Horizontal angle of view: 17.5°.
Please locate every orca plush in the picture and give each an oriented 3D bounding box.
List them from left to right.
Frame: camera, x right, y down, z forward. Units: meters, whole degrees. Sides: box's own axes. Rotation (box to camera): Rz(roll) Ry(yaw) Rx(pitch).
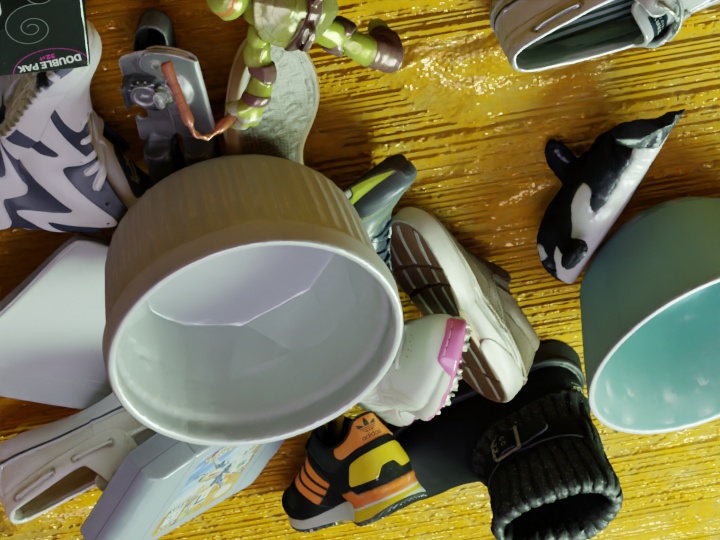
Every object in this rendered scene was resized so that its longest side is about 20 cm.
[{"bbox_3d":[0.155,-0.064,1.653,0.071,0.105,0.200,35,161,6],"label":"orca plush"}]

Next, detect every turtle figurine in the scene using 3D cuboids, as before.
[{"bbox_3d":[-0.036,-0.177,1.463,0.161,0.064,0.201,-1,102,-38],"label":"turtle figurine"}]

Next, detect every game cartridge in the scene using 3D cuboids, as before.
[{"bbox_3d":[-0.119,0.143,1.773,0.200,0.042,0.133,-27,162,-47],"label":"game cartridge"}]

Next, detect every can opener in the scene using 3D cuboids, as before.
[{"bbox_3d":[-0.117,-0.091,1.572,0.053,0.067,0.200,-1,142,9],"label":"can opener"}]

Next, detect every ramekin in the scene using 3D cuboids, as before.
[{"bbox_3d":[-0.078,0.015,1.561,0.200,0.105,0.200,-9,137,-8],"label":"ramekin"}]

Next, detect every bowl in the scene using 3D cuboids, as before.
[{"bbox_3d":[0.241,0.021,1.724,0.200,0.105,0.201,-17,147,-11],"label":"bowl"}]

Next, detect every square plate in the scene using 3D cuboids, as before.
[{"bbox_3d":[-0.186,0.038,1.703,0.200,0.028,0.198,13,139,-42],"label":"square plate"}]

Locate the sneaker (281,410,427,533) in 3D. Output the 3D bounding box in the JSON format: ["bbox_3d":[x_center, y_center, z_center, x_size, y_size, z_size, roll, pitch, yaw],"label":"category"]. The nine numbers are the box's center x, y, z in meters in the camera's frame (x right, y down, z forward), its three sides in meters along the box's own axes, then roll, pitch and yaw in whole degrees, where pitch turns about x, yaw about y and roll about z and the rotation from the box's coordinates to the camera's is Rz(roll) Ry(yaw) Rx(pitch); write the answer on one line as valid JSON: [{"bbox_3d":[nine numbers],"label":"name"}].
[{"bbox_3d":[-0.015,0.152,1.850,0.070,0.090,0.200,-23,-178,-25],"label":"sneaker"}]

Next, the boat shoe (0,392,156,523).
[{"bbox_3d":[-0.188,0.139,1.778,0.200,0.070,0.071,-22,153,11],"label":"boat shoe"}]

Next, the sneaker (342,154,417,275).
[{"bbox_3d":[0.000,0.000,1.667,0.081,0.074,0.200,37,130,11],"label":"sneaker"}]

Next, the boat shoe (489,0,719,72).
[{"bbox_3d":[0.186,-0.174,1.539,0.200,0.067,0.074,-19,138,10],"label":"boat shoe"}]

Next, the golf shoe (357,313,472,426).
[{"bbox_3d":[0.021,0.070,1.735,0.091,0.075,0.200,19,162,-11],"label":"golf shoe"}]

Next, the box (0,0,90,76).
[{"bbox_3d":[-0.268,-0.202,1.375,0.199,0.124,0.149,-7,138,-5],"label":"box"}]

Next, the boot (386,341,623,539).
[{"bbox_3d":[0.101,0.163,1.832,0.211,0.158,0.079,-34,133,25],"label":"boot"}]

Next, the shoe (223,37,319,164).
[{"bbox_3d":[-0.068,-0.094,1.582,0.070,0.053,0.200,-28,145,-21],"label":"shoe"}]

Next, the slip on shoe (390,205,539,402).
[{"bbox_3d":[0.081,0.015,1.742,0.061,0.076,0.200,-48,129,-20],"label":"slip on shoe"}]

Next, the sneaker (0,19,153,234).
[{"bbox_3d":[-0.182,-0.088,1.554,0.129,0.080,0.199,13,134,-26],"label":"sneaker"}]
